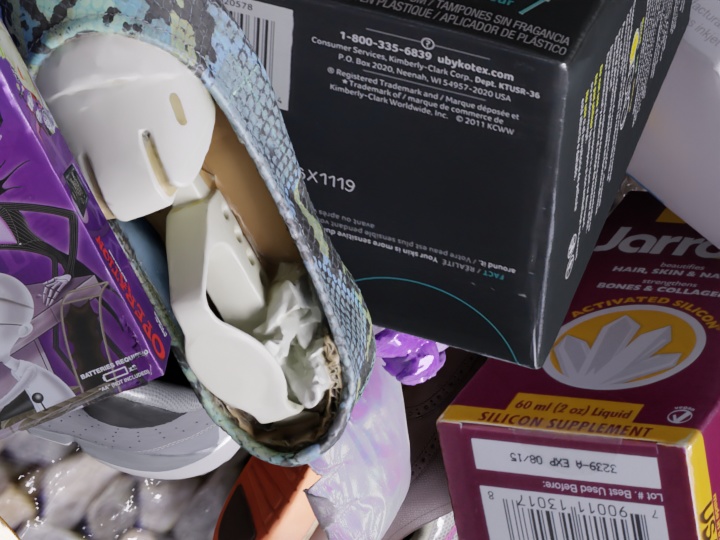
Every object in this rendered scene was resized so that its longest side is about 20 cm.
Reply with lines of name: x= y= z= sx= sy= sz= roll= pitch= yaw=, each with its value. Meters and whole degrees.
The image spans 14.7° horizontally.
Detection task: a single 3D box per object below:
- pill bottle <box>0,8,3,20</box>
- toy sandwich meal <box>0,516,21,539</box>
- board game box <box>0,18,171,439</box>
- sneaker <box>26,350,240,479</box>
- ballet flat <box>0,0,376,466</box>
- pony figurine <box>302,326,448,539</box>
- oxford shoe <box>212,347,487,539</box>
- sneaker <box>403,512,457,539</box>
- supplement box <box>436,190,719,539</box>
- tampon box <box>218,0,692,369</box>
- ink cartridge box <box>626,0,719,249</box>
pill bottle: x=-0.173 y=-0.091 z=0.840 sx=0.200 sy=0.112 sz=0.112 roll=16 pitch=111 yaw=-51
toy sandwich meal: x=-0.216 y=0.150 z=1.028 sx=0.205 sy=0.070 sz=0.206 roll=-5 pitch=107 yaw=-17
board game box: x=-0.170 y=0.013 z=0.810 sx=0.200 sy=0.032 sz=0.120 roll=-22 pitch=109 yaw=12
sneaker: x=-0.127 y=0.013 z=0.925 sx=0.200 sy=0.075 sz=0.116 roll=10 pitch=163 yaw=-7
ballet flat: x=-0.051 y=-0.021 z=0.838 sx=0.074 sy=0.074 sz=0.200 roll=-39 pitch=119 yaw=-11
pony figurine: x=0.000 y=0.000 z=1.067 sx=0.200 sy=0.167 sz=0.193 roll=-42 pitch=176 yaw=20
oxford shoe: x=0.022 y=0.057 z=1.180 sx=0.073 sy=0.071 sz=0.200 roll=35 pitch=96 yaw=-25
sneaker: x=-0.026 y=0.148 z=1.244 sx=0.200 sy=0.081 sz=0.088 roll=-40 pitch=139 yaw=-19
supplement box: x=0.127 y=0.050 z=1.147 sx=0.200 sy=0.110 sz=0.086 roll=-47 pitch=133 yaw=-49
tampon box: x=0.023 y=-0.094 z=0.931 sx=0.200 sy=0.150 sz=0.126 roll=-63 pitch=162 yaw=-45
ink cartridge box: x=0.182 y=-0.130 z=1.126 sx=0.200 sy=0.147 sz=0.146 roll=-39 pitch=142 yaw=-12
